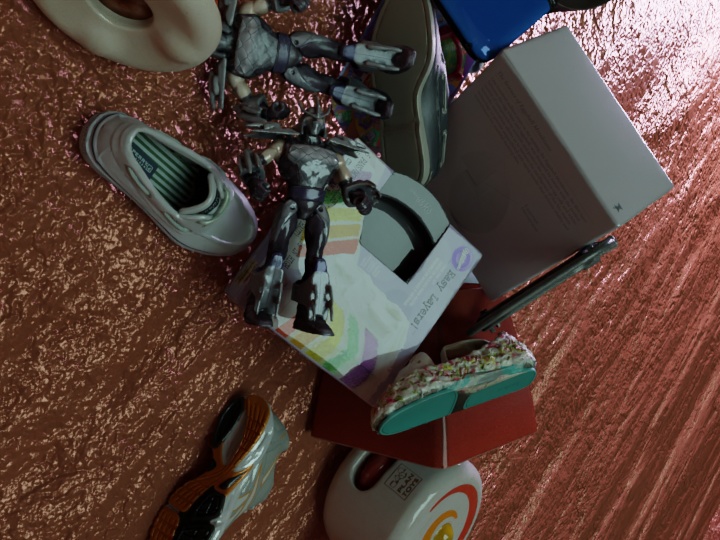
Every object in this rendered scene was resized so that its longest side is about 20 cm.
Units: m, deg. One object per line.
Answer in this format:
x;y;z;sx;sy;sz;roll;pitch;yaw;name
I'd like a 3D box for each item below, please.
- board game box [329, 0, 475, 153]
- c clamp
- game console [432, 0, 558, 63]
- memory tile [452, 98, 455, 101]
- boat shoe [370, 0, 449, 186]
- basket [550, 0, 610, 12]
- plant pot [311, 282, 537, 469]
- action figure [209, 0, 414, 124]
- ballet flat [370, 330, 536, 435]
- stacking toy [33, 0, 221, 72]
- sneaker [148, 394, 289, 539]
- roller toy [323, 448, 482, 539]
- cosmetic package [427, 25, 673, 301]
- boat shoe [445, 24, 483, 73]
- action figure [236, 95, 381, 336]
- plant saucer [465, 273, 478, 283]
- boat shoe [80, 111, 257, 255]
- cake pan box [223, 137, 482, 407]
0.064;-0.211;0.823;0.157;0.039;0.201;20;108;-43;board game box
0.193;0.018;0.803;0.199;0.027;0.171;-32;174;-2;c clamp
0.099;-0.323;0.783;0.170;0.118;0.201;-42;102;-19;game console
0.149;-0.109;0.945;0.199;0.017;0.154;30;77;-12;memory tile
0.055;-0.183;0.772;0.062;0.072;0.203;-21;114;-52;boat shoe
0.234;-0.368;0.867;0.201;0.134;0.182;-86;178;-62;basket
0.076;0.104;0.896;0.199;0.198;0.179;-3;94;-47;plant pot
-0.057;-0.192;0.686;0.198;0.069;0.131;7;114;-24;action figure
0.085;0.107;0.751;0.198;0.064;0.076;-11;143;-30;ballet flat
-0.152;-0.268;0.571;0.146;0.145;0.202;37;59;-48;stacking toy
-0.134;0.235;0.786;0.201;0.075;0.092;-57;141;-16;sneaker
0.057;0.296;0.949;0.199;0.139;0.184;3;110;-49;roller toy
0.180;-0.108;0.815;0.122;0.200;0.201;-29;84;-35;cosmetic package
0.103;-0.291;0.862;0.199;0.073;0.068;22;74;-50;boat shoe
-0.048;-0.050;0.658;0.129;0.069;0.203;7;91;-16;action figure
0.152;0.083;1.077;0.200;0.038;0.204;-19;117;-44;plant saucer
-0.148;-0.062;0.656;0.200;0.066;0.074;33;79;-50;boat shoe
0.000;0.000;0.743;0.184;0.052;0.201;41;82;-22;cake pan box
